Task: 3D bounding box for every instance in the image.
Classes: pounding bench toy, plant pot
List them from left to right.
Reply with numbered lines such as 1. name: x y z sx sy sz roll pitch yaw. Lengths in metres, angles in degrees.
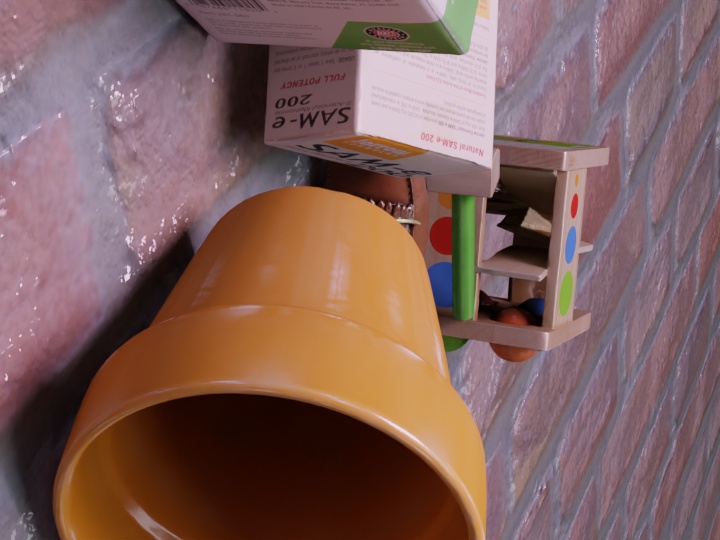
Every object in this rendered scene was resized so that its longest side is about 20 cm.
1. plant pot: -0.033 0.062 0.765 0.184 0.198 0.201 -81 164 -48
2. pounding bench toy: 0.087 -0.014 1.101 0.200 0.123 0.158 -14 110 -67

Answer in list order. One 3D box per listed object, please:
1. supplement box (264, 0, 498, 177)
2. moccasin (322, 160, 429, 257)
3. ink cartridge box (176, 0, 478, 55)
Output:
1. supplement box: 0.015 -0.161 0.872 0.126 0.073 0.202 10 81 -49
2. moccasin: -0.002 0.000 0.964 0.078 0.073 0.203 -47 148 -67
3. ink cartridge box: -0.037 -0.177 0.706 0.200 0.145 0.085 41 59 -65
